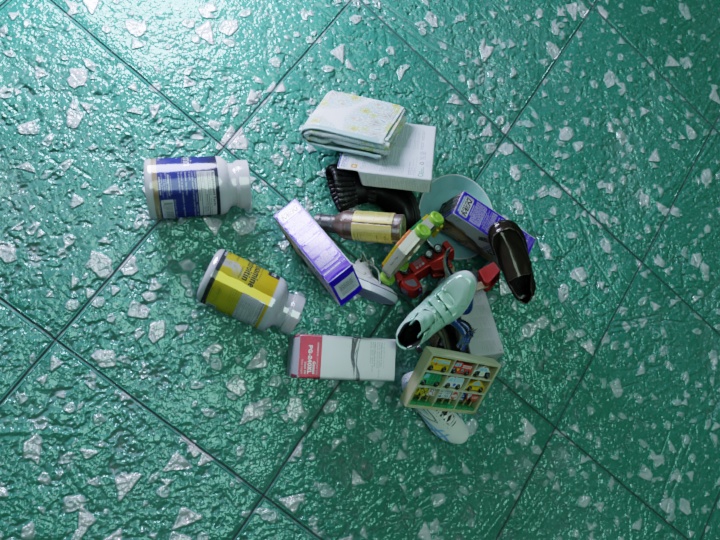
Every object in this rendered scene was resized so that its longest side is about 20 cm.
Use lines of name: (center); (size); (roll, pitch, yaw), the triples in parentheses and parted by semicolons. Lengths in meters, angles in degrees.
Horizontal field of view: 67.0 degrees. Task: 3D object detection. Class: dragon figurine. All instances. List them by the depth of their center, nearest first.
dragon figurine: (0.202, 0.058, 1.122); (0.097, 0.059, 0.204); (9, 93, 9)

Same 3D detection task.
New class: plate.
plate: (0.223, -0.125, 1.280); (0.196, 0.026, 0.205); (2, 82, -17)

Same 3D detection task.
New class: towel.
towel: (-0.010, -0.313, 1.167); (0.196, 0.049, 0.172); (16, 46, 11)

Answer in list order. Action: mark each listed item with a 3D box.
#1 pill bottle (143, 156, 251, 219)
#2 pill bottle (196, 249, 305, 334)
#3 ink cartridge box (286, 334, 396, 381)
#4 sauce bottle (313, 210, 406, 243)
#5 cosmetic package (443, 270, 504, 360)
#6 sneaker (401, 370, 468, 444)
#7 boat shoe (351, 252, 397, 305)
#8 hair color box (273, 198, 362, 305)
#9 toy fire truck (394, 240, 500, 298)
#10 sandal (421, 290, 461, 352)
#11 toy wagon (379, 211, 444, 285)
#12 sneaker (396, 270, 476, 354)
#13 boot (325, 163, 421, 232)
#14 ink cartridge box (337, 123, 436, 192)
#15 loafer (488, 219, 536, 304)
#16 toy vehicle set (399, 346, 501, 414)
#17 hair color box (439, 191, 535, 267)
pill bottle: (-0.319, -0.165, 1.077); (0.196, 0.116, 0.118); (-6, 83, -18)
pill bottle: (-0.213, 0.049, 1.078); (0.197, 0.112, 0.114); (26, 75, -11)
ink cartridge box: (-0.040, 0.177, 1.093); (0.196, 0.145, 0.085); (6, 79, -15)
sauce bottle: (-0.003, -0.095, 1.149); (0.196, 0.065, 0.066); (8, 78, 17)
cosmetic package: (0.245, 0.101, 1.206); (0.081, 0.051, 0.203); (-3, 61, -15)
sneaker: (0.166, 0.300, 1.176); (0.072, 0.072, 0.200); (-44, 97, -19)
boat shoe: (-0.002, 0.001, 1.175); (0.199, 0.075, 0.087); (24, 73, -2)
hair color box: (-0.085, -0.036, 1.084); (0.064, 0.110, 0.201); (-36, 62, -7)
toy fire truck: (0.188, 0.015, 1.189); (0.198, 0.049, 0.142); (-32, 64, -5)
sandal: (0.182, 0.145, 1.213); (0.079, 0.057, 0.204); (4, 59, -52)
toy wagon: (0.113, -0.056, 1.126); (0.039, 0.156, 0.200); (41, 40, 6)
sneaker: (0.147, 0.083, 1.043); (0.200, 0.118, 0.074); (-45, 83, 9)
boot: (0.025, -0.154, 1.192); (0.156, 0.080, 0.214); (-21, 74, -24)
ink cartridge box: (0.061, -0.252, 1.172); (0.196, 0.044, 0.199); (7, 48, 5)
loafer: (0.325, -0.014, 1.128); (0.072, 0.072, 0.202); (-23, 117, 16)
toy vehicle set: (0.186, 0.227, 1.110); (0.197, 0.027, 0.126); (14, 108, -33)
hair color box: (0.273, -0.086, 1.211); (0.198, 0.109, 0.066); (33, 74, -9)
